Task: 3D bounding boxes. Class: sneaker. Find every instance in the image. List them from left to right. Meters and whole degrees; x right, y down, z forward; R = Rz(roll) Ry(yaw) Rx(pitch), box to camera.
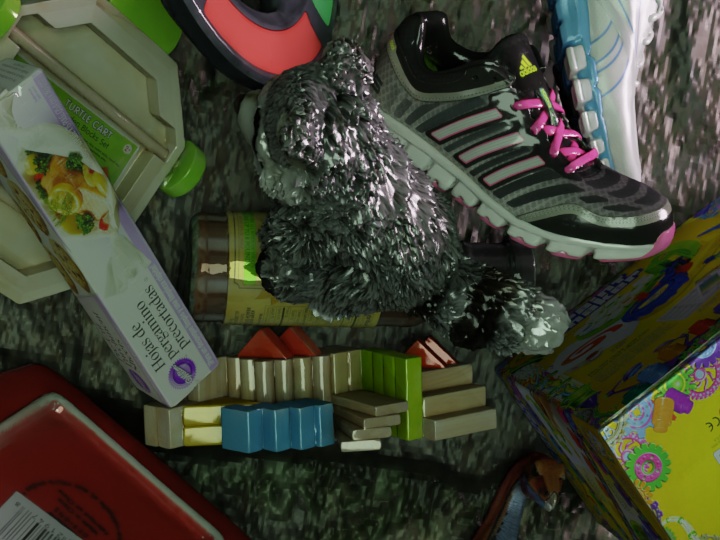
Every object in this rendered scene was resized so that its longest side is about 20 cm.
[{"bbox_3d":[0.085,-0.078,0.741,0.199,0.074,0.088,31,121,22],"label":"sneaker"},{"bbox_3d":[0.147,-0.146,0.785,0.085,0.075,0.203,-13,98,1],"label":"sneaker"}]

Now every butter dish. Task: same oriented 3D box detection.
[{"bbox_3d":[-0.175,0.176,0.713,0.199,0.199,0.149,38,117,9],"label":"butter dish"}]

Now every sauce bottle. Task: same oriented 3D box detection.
[{"bbox_3d":[0.000,0.000,0.783,0.197,0.065,0.066,0,95,-12],"label":"sauce bottle"}]

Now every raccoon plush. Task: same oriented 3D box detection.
[{"bbox_3d":[0.029,-0.040,0.695,0.197,0.134,0.098,12,59,-5],"label":"raccoon plush"}]

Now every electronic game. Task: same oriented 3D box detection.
[{"bbox_3d":[-0.063,-0.191,0.699,0.041,0.200,0.203,-10,99,25],"label":"electronic game"}]

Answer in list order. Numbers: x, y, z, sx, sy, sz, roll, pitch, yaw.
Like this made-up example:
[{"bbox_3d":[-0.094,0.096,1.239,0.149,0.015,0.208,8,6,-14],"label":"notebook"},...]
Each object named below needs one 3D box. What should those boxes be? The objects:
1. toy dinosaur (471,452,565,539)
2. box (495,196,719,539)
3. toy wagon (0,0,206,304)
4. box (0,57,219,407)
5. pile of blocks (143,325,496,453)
[{"bbox_3d":[0.062,0.197,0.805,0.197,0.105,0.184,2,74,2],"label":"toy dinosaur"},{"bbox_3d":[0.206,0.056,0.760,0.199,0.193,0.123,-36,100,-4],"label":"box"},{"bbox_3d":[-0.150,-0.083,0.730,0.155,0.039,0.201,39,79,-41],"label":"toy wagon"},{"bbox_3d":[-0.138,-0.015,0.709,0.039,0.041,0.201,-42,128,-22],"label":"box"},{"bbox_3d":[-0.023,0.063,0.775,0.197,0.082,0.063,-4,96,-9],"label":"pile of blocks"}]
